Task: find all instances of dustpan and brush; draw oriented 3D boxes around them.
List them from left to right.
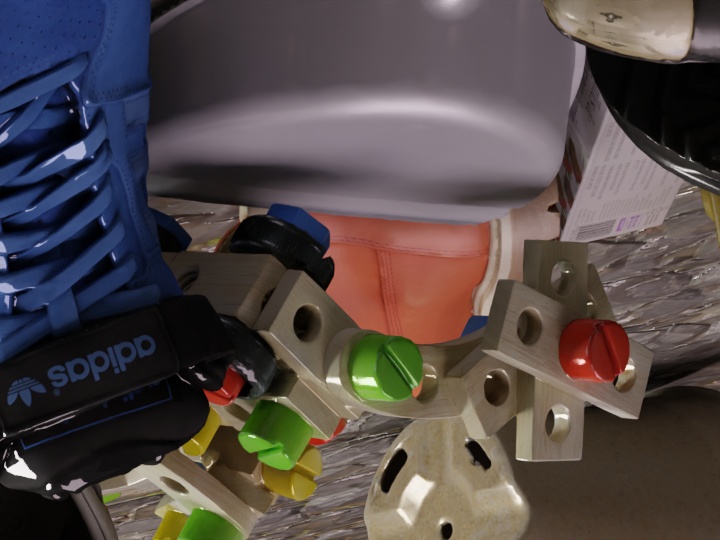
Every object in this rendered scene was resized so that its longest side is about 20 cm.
[{"bbox_3d":[0.015,-0.063,0.656,0.139,0.057,0.200,5,168,-21],"label":"dustpan and brush"}]

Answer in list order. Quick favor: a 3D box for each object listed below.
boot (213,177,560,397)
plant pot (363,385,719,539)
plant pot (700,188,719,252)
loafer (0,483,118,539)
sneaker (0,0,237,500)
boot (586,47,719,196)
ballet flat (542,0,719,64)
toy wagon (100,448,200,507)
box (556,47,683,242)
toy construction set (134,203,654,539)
[{"bbox_3d":[0.000,0.000,0.864,0.107,0.075,0.200,-8,158,-7],"label":"boot"},{"bbox_3d":[0.110,0.151,1.400,0.183,0.201,0.200,12,154,-37],"label":"plant pot"},{"bbox_3d":[0.222,0.002,0.838,0.200,0.195,0.196,-11,168,12],"label":"plant pot"},{"bbox_3d":[-0.131,0.028,0.682,0.070,0.070,0.200,17,158,45],"label":"loafer"},{"bbox_3d":[-0.070,-0.010,0.597,0.077,0.111,0.200,-18,162,-16],"label":"sneaker"},{"bbox_3d":[0.167,-0.009,0.667,0.211,0.080,0.158,21,162,23],"label":"boot"},{"bbox_3d":[0.132,-0.099,0.595,0.200,0.066,0.057,-20,142,-13],"label":"ballet flat"},{"bbox_3d":[-0.133,0.088,1.162,0.155,0.040,0.200,-10,168,-12],"label":"toy wagon"},{"bbox_3d":[0.082,-0.051,0.779,0.041,0.039,0.200,-14,167,-3],"label":"box"},{"bbox_3d":[-0.020,0.034,0.741,0.200,0.092,0.131,-14,134,39],"label":"toy construction set"}]
